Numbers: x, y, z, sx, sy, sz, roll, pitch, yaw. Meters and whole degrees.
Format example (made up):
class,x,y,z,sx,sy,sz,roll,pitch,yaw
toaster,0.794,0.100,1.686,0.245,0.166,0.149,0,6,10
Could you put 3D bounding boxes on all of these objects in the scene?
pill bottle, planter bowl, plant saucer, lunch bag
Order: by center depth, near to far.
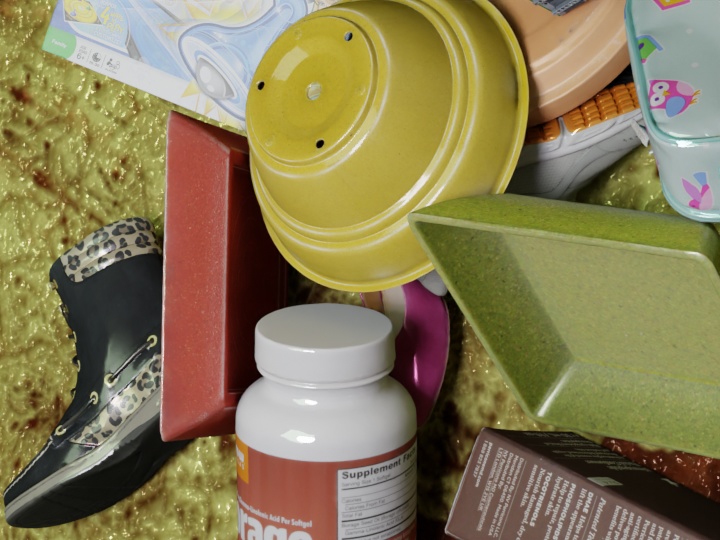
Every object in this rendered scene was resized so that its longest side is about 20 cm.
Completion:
class,x,y,z,sx,sy,sz,roll,pitch,yaw
lunch bag,0.241,-0.105,1.226,0.200,0.077,0.160,-12,48,9
plant saucer,0.151,0.025,1.302,0.200,0.200,0.048,9,56,38
planter bowl,-0.007,-0.094,1.356,0.200,0.083,0.201,-13,67,33
plant saucer,0.096,-0.178,1.399,0.200,0.032,0.200,-17,56,26
pill bottle,-0.021,0.128,1.413,0.112,0.112,0.200,14,113,38
plant saucer,-0.081,0.007,1.462,0.037,0.200,0.200,0,88,12

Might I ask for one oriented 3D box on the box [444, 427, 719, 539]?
class,x,y,z,sx,sy,sz,roll,pitch,yaw
box,0.159,0.158,1.312,0.200,0.100,0.075,26,101,36

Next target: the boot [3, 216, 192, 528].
class,x,y,z,sx,sy,sz,roll,pitch,yaw
boot,-0.188,0.074,1.608,0.204,0.073,0.154,-38,61,22

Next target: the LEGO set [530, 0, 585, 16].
class,x,y,z,sx,sy,sz,roll,pitch,yaw
LEGO set,0.111,-0.250,1.306,0.116,0.154,0.200,-28,39,48

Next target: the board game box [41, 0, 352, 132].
class,x,y,z,sx,sy,sz,roll,pitch,yaw
board game box,-0.099,-0.175,1.537,0.200,0.034,0.135,22,100,11

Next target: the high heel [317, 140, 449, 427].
class,x,y,z,sx,sy,sz,roll,pitch,yaw
high heel,0.000,0.000,1.446,0.067,0.096,0.200,-16,74,56

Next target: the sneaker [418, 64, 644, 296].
class,x,y,z,sx,sy,sz,roll,pitch,yaw
sneaker,0.106,-0.054,1.404,0.200,0.092,0.076,-24,32,14
